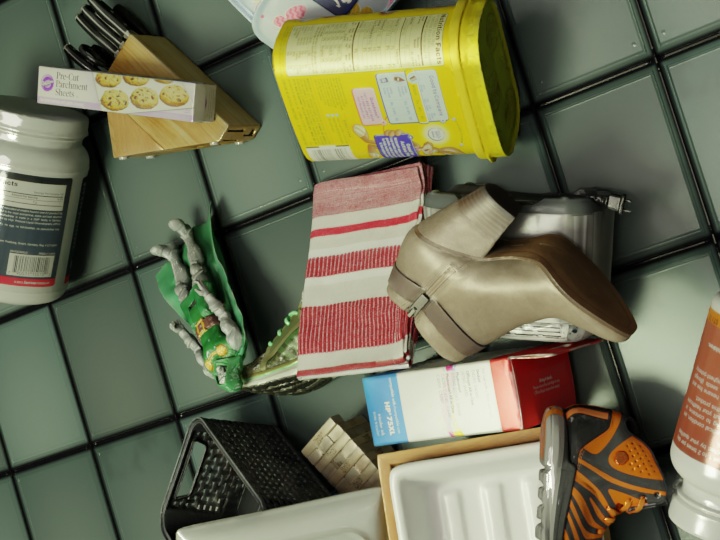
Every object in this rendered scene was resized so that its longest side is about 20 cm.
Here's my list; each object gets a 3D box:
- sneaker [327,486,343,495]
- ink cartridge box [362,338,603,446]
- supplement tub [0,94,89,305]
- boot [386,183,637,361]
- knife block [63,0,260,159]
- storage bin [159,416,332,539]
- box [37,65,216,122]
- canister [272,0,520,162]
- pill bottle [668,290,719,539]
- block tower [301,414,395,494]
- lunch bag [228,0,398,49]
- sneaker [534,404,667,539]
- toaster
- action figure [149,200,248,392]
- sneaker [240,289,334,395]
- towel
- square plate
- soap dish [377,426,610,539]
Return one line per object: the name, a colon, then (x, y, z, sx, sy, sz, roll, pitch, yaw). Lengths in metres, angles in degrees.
sneaker: (0.020, 0.302, 1.545, 0.089, 0.078, 0.201, -27, 87, 12)
ink cartridge box: (0.117, 0.110, 1.429, 0.199, 0.116, 0.068, -10, 90, 34)
supplement tub: (-0.367, -0.076, 1.669, 0.139, 0.140, 0.202, 18, 103, 26)
boot: (0.120, 0.027, 1.339, 0.200, 0.070, 0.146, 46, 122, 10)
knife block: (-0.211, -0.208, 1.613, 0.198, 0.064, 0.177, -6, 93, 29)
storage bin: (-0.110, 0.247, 1.536, 0.200, 0.093, 0.136, 44, 118, 55)
box: (-0.237, -0.178, 1.572, 0.199, 0.039, 0.042, 10, 98, 28)
canister: (0.033, -0.170, 1.432, 0.198, 0.087, 0.149, -1, 133, 21)
pill bottle: (0.327, 0.126, 1.324, 0.111, 0.112, 0.202, 19, 104, 26)
block tower: (0.033, 0.227, 1.529, 0.200, 0.058, 0.054, 47, 114, 15)
lunch bag: (-0.049, -0.308, 1.483, 0.200, 0.127, 0.170, 48, 116, 3)
sneaker: (0.209, 0.218, 1.348, 0.111, 0.078, 0.202, 3, 91, 1)
toaster: (0.151, -0.009, 1.410, 0.198, 0.113, 0.130, 3, 101, 26)
action figure: (-0.158, 0.040, 1.581, 0.118, 0.054, 0.201, -53, 49, 34)
sneaker: (-0.053, 0.067, 1.562, 0.199, 0.077, 0.089, -22, 66, 25)
towel: (0.000, 0.000, 1.488, 0.143, 0.023, 0.202, -10, 66, 39)
square plate: (-0.061, 0.307, 1.440, 0.198, 0.028, 0.200, -10, 113, -12)
soap dish: (0.124, 0.227, 1.427, 0.198, 0.081, 0.159, -9, 92, 2)
